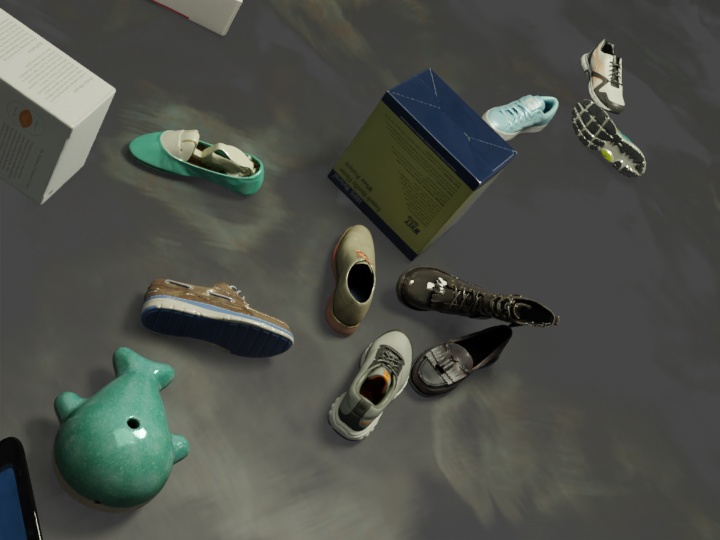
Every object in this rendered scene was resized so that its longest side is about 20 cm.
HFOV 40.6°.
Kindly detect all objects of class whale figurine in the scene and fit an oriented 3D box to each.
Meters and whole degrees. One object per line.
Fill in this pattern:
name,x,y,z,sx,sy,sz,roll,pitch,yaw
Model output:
whale figurine,-0.255,0.163,1.070,0.159,0.104,0.201,26,43,-14

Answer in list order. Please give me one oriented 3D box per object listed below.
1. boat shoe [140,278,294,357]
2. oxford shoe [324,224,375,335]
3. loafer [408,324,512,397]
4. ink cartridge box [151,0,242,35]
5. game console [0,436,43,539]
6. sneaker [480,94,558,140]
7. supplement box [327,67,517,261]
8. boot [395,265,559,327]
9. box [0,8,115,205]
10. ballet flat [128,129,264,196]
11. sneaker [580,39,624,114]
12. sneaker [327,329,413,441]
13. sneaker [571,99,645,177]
boat shoe,-0.177,0.053,1.245,0.199,0.072,0.073,18,45,-22
oxford shoe,0.000,0.000,1.414,0.071,0.074,0.201,22,45,-18
loafer,0.148,0.122,1.422,0.200,0.063,0.072,-21,69,-44
ink cartridge box,-0.265,-0.515,1.662,0.144,0.084,0.201,24,44,-18
game console,-0.388,0.269,0.876,0.175,0.116,0.201,-1,55,-36
sneaker,0.312,-0.311,1.898,0.200,0.082,0.074,-21,68,-44
supplement box,0.094,-0.165,1.529,0.200,0.200,0.134,45,42,7
boot,0.171,0.042,1.427,0.199,0.174,0.070,11,90,-30
box,-0.438,-0.211,1.227,0.200,0.152,0.106,35,41,-6
ballet flat,-0.228,-0.167,1.399,0.199,0.070,0.068,17,47,-22
sneaker,0.551,-0.435,2.180,0.073,0.080,0.201,12,50,-29
sneaker,0.030,0.144,1.310,0.074,0.079,0.200,36,41,-1
sneaker,0.516,-0.272,2.035,0.200,0.077,0.080,49,23,4
